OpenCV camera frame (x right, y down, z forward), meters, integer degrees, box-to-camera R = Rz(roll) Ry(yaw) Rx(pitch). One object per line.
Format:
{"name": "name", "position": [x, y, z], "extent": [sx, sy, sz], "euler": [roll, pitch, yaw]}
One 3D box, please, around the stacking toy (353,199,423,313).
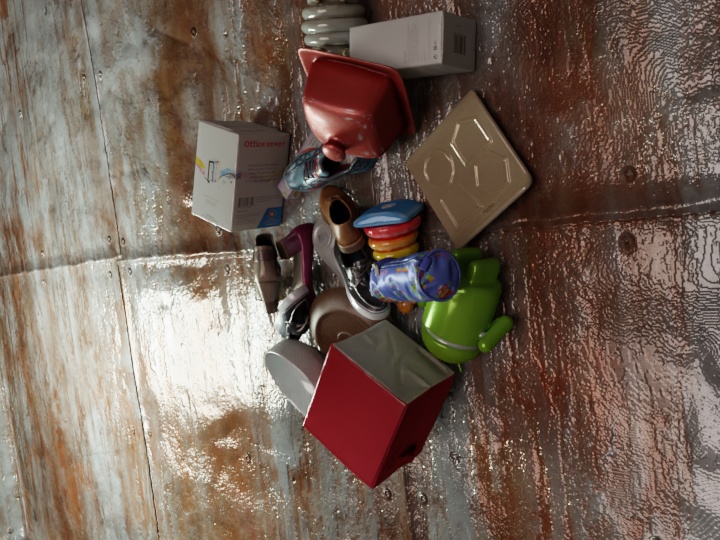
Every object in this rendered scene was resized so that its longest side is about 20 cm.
{"name": "stacking toy", "position": [0.069, -0.019, 1.277], "extent": [0.113, 0.110, 0.205], "euler": [-5, 106, 27]}

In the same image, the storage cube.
{"name": "storage cube", "position": [0.034, 0.225, 1.223], "extent": [0.198, 0.169, 0.183], "euler": [34, 119, 27]}

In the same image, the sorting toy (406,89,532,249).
{"name": "sorting toy", "position": [0.181, -0.168, 1.187], "extent": [0.185, 0.036, 0.203], "euler": [-44, 64, 38]}

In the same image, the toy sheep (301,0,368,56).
{"name": "toy sheep", "position": [-0.047, -0.438, 1.277], "extent": [0.136, 0.136, 0.205], "euler": [16, 113, 38]}

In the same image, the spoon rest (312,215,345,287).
{"name": "spoon rest", "position": [-0.052, -0.021, 1.413], "extent": [0.098, 0.060, 0.206], "euler": [-19, 72, 41]}

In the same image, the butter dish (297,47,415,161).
{"name": "butter dish", "position": [-0.022, -0.258, 1.200], "extent": [0.196, 0.200, 0.151], "euler": [18, 75, 19]}

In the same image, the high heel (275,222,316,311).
{"name": "high heel", "position": [-0.108, 0.005, 1.475], "extent": [0.067, 0.095, 0.204], "euler": [2, 118, 51]}

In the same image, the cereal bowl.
{"name": "cereal bowl", "position": [-0.105, 0.218, 1.450], "extent": [0.198, 0.083, 0.202], "euler": [35, 150, 24]}

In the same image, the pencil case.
{"name": "pencil case", "position": [0.082, 0.010, 1.141], "extent": [0.079, 0.086, 0.199], "euler": [-63, 20, -14]}

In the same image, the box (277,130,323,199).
{"name": "box", "position": [-0.103, -0.227, 1.422], "extent": [0.039, 0.041, 0.201], "euler": [53, 126, 20]}

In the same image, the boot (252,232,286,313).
{"name": "boot", "position": [-0.193, -0.004, 1.465], "extent": [0.200, 0.068, 0.150], "euler": [-129, 32, -72]}

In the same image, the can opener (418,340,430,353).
{"name": "can opener", "position": [0.075, 0.201, 1.337], "extent": [0.200, 0.066, 0.053], "euler": [-44, 26, 37]}

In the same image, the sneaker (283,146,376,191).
{"name": "sneaker", "position": [-0.072, -0.204, 1.330], "extent": [0.196, 0.095, 0.081], "euler": [-18, 93, 24]}

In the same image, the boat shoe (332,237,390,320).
{"name": "boat shoe", "position": [0.000, 0.000, 1.296], "extent": [0.067, 0.068, 0.202], "euler": [89, 161, -48]}

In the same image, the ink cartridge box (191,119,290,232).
{"name": "ink cartridge box", "position": [-0.255, -0.205, 1.491], "extent": [0.143, 0.145, 0.205], "euler": [23, 112, 36]}

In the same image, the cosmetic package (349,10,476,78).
{"name": "cosmetic package", "position": [0.085, -0.372, 1.185], "extent": [0.197, 0.106, 0.087], "euler": [8, 101, 39]}

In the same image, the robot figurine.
{"name": "robot figurine", "position": [0.167, 0.065, 1.180], "extent": [0.174, 0.114, 0.205], "euler": [33, 119, 39]}

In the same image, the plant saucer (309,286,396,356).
{"name": "plant saucer", "position": [-0.020, 0.127, 1.358], "extent": [0.196, 0.037, 0.204], "euler": [16, 128, 20]}

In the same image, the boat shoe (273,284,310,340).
{"name": "boat shoe", "position": [-0.130, 0.097, 1.428], "extent": [0.068, 0.071, 0.201], "euler": [48, 150, 11]}

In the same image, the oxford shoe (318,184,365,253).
{"name": "oxford shoe", "position": [-0.040, -0.118, 1.325], "extent": [0.201, 0.070, 0.072], "euler": [-118, 4, -52]}
